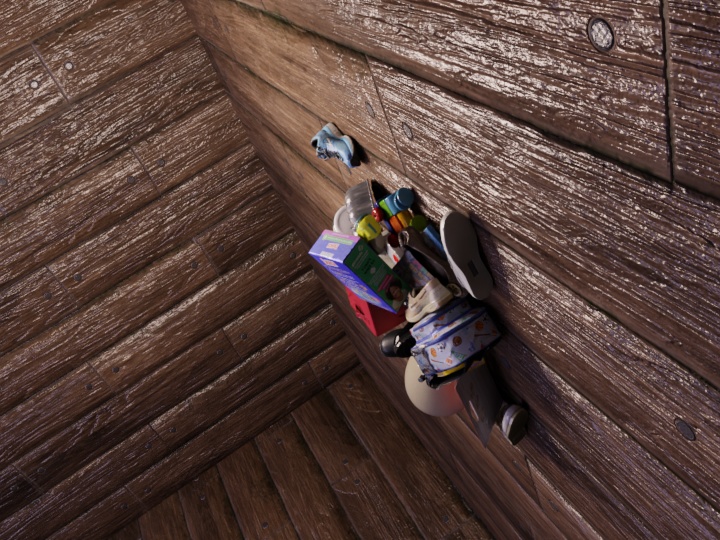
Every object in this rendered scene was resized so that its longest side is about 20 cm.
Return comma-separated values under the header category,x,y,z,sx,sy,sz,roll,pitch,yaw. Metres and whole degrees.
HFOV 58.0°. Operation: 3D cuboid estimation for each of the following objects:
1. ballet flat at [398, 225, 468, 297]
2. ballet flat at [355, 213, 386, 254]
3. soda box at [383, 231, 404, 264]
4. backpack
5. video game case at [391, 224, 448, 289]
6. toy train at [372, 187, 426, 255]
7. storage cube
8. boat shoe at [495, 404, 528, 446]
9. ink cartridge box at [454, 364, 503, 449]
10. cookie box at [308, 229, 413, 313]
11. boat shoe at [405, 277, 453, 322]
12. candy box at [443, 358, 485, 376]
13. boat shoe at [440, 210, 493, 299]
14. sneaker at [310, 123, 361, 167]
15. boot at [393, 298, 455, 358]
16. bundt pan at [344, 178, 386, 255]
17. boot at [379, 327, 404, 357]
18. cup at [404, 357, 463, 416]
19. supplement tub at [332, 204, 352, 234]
category,x,y,z,sx,sy,sz,roll,pitch,yaw
ballet flat,0.152,-0.013,1.389,0.200,0.046,0.068,48,147,10
ballet flat,0.029,-0.070,1.503,0.067,0.067,0.200,40,172,13
soda box,0.135,-0.020,1.601,0.201,0.067,0.064,52,168,34
backpack,0.213,0.146,1.433,0.156,0.199,0.190,57,157,-5
video game case,0.156,0.003,1.458,0.144,0.018,0.200,50,147,8
toy train,0.117,-0.090,1.482,0.202,0.084,0.115,59,157,-2
storage cube,0.060,0.033,1.780,0.171,0.197,0.182,47,159,48
boat shoe,0.367,0.373,1.605,0.068,0.074,0.201,45,165,31
ink cartridge box,0.281,0.309,1.610,0.043,0.174,0.202,-12,116,36
cookie box,0.000,0.000,1.519,0.200,0.076,0.170,42,167,-31
boat shoe,0.140,0.063,1.437,0.065,0.072,0.200,54,160,2
candy box,0.221,0.184,1.601,0.027,0.101,0.201,62,178,-33
boat shoe,0.195,-0.031,1.271,0.071,0.070,0.203,34,156,59
sneaker,-0.067,-0.307,1.684,0.200,0.089,0.079,45,164,49
boot,0.133,0.108,1.603,0.158,0.209,0.080,42,159,42
bundt pan,0.009,-0.128,1.683,0.202,0.074,0.206,-15,-90,-87
boot,0.144,0.169,1.784,0.169,0.196,0.078,77,180,-67
cup,0.204,0.259,1.688,0.201,0.199,0.144,52,172,29
supplement tub,-0.024,-0.112,1.954,0.124,0.121,0.200,55,170,13
